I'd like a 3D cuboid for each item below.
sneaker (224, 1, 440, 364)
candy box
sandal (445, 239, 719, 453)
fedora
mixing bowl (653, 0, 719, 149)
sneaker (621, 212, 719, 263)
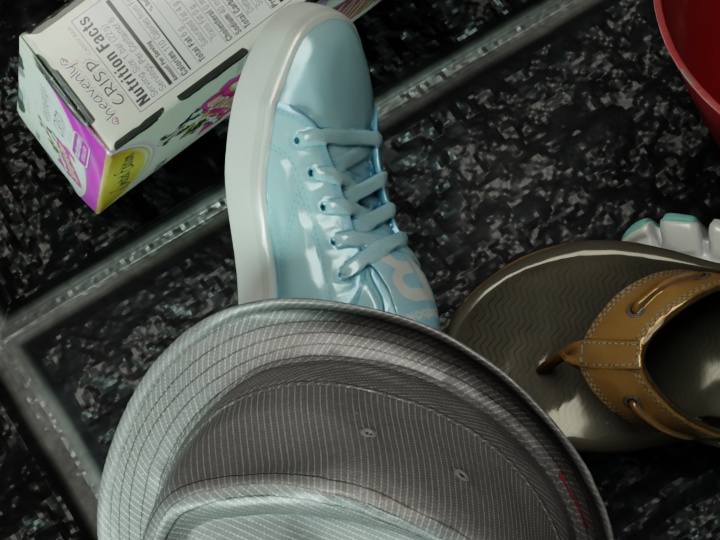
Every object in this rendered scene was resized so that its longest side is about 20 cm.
[{"bbox_3d":[0.000,0.000,0.973,0.082,0.074,0.201,6,101,35],"label":"sneaker"},{"bbox_3d":[-0.044,-0.114,1.044,0.200,0.136,0.061,-37,88,-11],"label":"candy box"},{"bbox_3d":[0.123,0.036,0.929,0.199,0.055,0.082,12,91,18],"label":"sandal"},{"bbox_3d":[-0.009,0.107,0.905,0.200,0.090,0.177,30,103,5],"label":"fedora"},{"bbox_3d":[0.213,-0.077,0.994,0.199,0.109,0.201,-4,51,5],"label":"mixing bowl"},{"bbox_3d":[0.188,0.043,0.974,0.199,0.078,0.092,12,83,17],"label":"sneaker"}]
